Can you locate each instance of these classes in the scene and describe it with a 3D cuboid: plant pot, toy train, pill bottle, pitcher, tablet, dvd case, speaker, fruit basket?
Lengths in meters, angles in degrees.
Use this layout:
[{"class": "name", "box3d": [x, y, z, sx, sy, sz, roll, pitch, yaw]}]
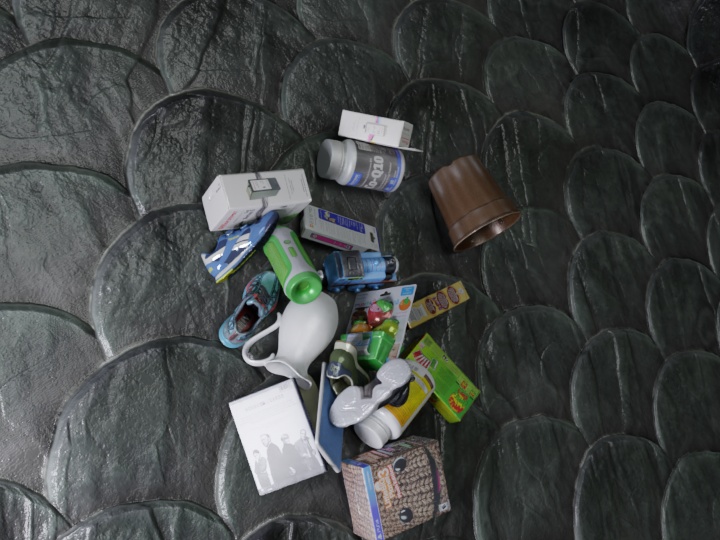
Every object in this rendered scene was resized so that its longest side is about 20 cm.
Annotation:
[{"class": "plant pot", "box3d": [0.289, -0.183, 1.802, 0.200, 0.200, 0.198, -18, 74, -32]}, {"class": "toy train", "box3d": [0.000, 0.000, 1.615, 0.200, 0.114, 0.087, -2, 74, -29]}, {"class": "pill bottle", "box3d": [0.074, 0.302, 1.549, 0.109, 0.109, 0.200, 48, 57, -5]}, {"class": "pitcher", "box3d": [-0.148, 0.137, 1.494, 0.171, 0.121, 0.200, 18, 61, 8]}, {"class": "tablet", "box3d": [-0.063, 0.307, 1.445, 0.200, 0.014, 0.130, -86, 158, -44]}, {"class": "dvd case", "box3d": [-0.169, 0.339, 1.404, 0.150, 0.025, 0.200, -22, 81, 7]}, {"class": "speaker", "box3d": [-0.152, -0.015, 1.503, 0.088, 0.089, 0.200, 0, 35, -28]}, {"class": "fruit basket", "box3d": [0.030, 0.124, 1.548, 0.094, 0.185, 0.200, 33, 60, -40]}, {"class": "pill bottle", "box3d": [0.000, -0.263, 1.711, 0.200, 0.114, 0.114, 5, 70, -26]}]

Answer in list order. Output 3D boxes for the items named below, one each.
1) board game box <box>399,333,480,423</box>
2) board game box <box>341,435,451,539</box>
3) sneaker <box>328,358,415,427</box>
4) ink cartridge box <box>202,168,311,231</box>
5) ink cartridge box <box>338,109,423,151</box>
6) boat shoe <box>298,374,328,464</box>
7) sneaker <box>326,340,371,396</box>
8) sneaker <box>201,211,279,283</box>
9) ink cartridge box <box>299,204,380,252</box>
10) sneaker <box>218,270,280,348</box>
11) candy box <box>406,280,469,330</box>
[{"class": "board game box", "box3d": [0.188, 0.260, 1.661, 0.200, 0.048, 0.102, 47, 58, -5]}, {"class": "board game box", "box3d": [0.077, 0.465, 1.481, 0.200, 0.097, 0.160, -12, 90, -31]}, {"class": "sneaker", "box3d": [0.033, 0.271, 1.442, 0.200, 0.114, 0.076, -36, 59, -1]}, {"class": "ink cartridge box", "box3d": [-0.232, -0.156, 1.528, 0.200, 0.145, 0.084, -10, 78, -30]}, {"class": "ink cartridge box", "box3d": [0.059, -0.347, 1.714, 0.200, 0.116, 0.068, 15, 101, 13]}, {"class": "boat shoe", "box3d": [-0.103, 0.321, 1.477, 0.074, 0.063, 0.202, -21, 69, 7]}, {"class": "sneaker", "box3d": [-0.032, 0.238, 1.484, 0.067, 0.200, 0.090, 9, 55, 21]}, {"class": "sneaker", "box3d": [-0.260, -0.065, 1.487, 0.200, 0.074, 0.082, -44, 84, -2]}, {"class": "ink cartridge box", "box3d": [-0.049, -0.093, 1.649, 0.200, 0.037, 0.095, 16, 39, -20]}, {"class": "sneaker", "box3d": [-0.221, 0.078, 1.478, 0.079, 0.096, 0.200, 36, 59, -13]}, {"class": "candy box", "box3d": [0.153, 0.095, 1.662, 0.200, 0.117, 0.057, -25, 86, -32]}]
